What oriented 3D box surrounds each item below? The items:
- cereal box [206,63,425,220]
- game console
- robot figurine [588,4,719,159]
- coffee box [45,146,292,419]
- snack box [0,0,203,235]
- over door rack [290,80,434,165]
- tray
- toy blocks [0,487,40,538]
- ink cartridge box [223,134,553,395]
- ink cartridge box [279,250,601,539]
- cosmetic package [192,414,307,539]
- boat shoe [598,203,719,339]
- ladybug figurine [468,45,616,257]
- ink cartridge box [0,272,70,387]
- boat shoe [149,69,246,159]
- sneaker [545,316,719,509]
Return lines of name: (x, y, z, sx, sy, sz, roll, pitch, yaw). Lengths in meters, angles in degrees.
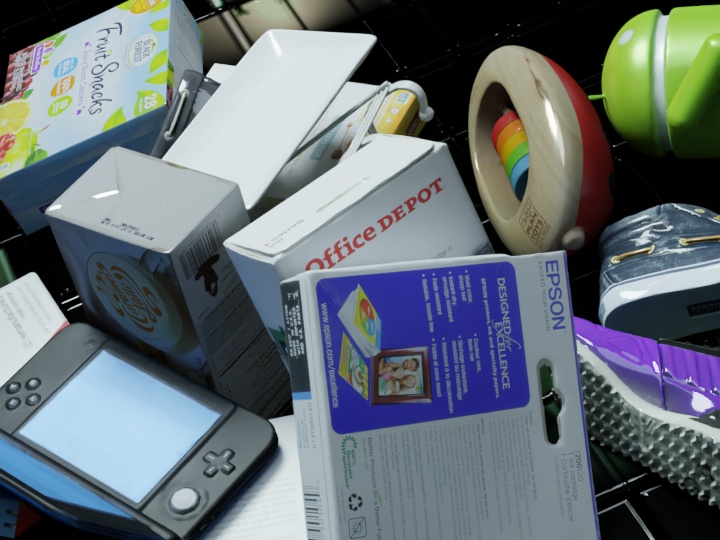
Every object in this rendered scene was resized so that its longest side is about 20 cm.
cereal box: (-0.064, -0.102, 1.507, 0.199, 0.040, 0.144, 10, 51, 25)
game console: (-0.182, 0.093, 1.166, 0.199, 0.119, 0.171, 25, 57, 30)
robot figurine: (0.275, -0.144, 1.394, 0.199, 0.116, 0.175, -1, 17, 18)
coffee box: (-0.127, 0.024, 1.274, 0.114, 0.201, 0.080, 19, 51, 31)
snack box: (-0.218, -0.140, 1.542, 0.168, 0.068, 0.200, -22, 37, 13)
over door rack: (-0.044, -0.051, 1.352, 0.199, 0.067, 0.148, -20, 29, 36)
tray: (-0.073, -0.109, 1.360, 0.107, 0.022, 0.200, 7, 47, 34)
toy blocks: (-0.278, 0.202, 1.171, 0.136, 0.201, 0.100, 10, 9, 1)
ink cartridge box: (0.020, 0.030, 1.214, 0.146, 0.201, 0.084, -34, 24, -20)
ink cartridge box: (0.052, 0.093, 1.142, 0.199, 0.199, 0.043, -5, -3, -31)
cosmetic package: (-0.071, 0.194, 1.173, 0.101, 0.071, 0.201, -11, 43, 6)
boat shoe: (0.264, -0.011, 1.288, 0.199, 0.071, 0.091, -9, 47, 11)
ladybug figurine: (0.139, -0.085, 1.374, 0.072, 0.136, 0.201, 1, 46, -18)
ink cartridge box: (-0.286, 0.111, 1.317, 0.199, 0.084, 0.144, -29, 45, -14)
boat shoe: (-0.164, -0.066, 1.426, 0.200, 0.063, 0.073, -54, 8, 5)
sneaker: (0.212, 0.079, 1.221, 0.099, 0.070, 0.200, -33, 49, -28)
